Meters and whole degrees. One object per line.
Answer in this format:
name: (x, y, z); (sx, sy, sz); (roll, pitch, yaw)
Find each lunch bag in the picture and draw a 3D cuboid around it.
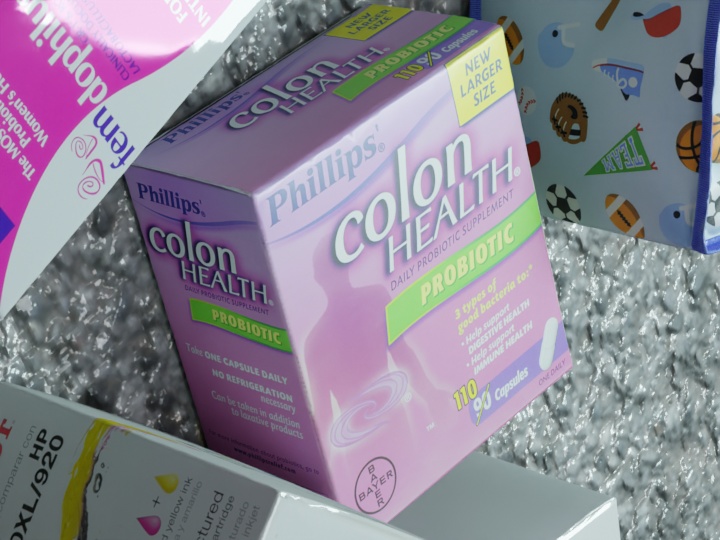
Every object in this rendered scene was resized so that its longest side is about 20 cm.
lunch bag: (0.148, -0.129, 1.116); (0.123, 0.169, 0.202); (-20, 114, -44)

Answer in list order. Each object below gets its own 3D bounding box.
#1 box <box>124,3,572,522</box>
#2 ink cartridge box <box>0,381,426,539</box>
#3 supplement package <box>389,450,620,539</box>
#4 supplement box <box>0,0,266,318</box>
box: (0.000, 0.000, 1.051); (0.176, 0.096, 0.201); (-35, 124, -34)
ink cartridge box: (-0.078, 0.154, 0.937); (0.144, 0.199, 0.148); (26, 83, -44)
supplement package: (0.069, 0.219, 1.166); (0.119, 0.121, 0.201); (-29, 121, -38)
supplement box: (-0.140, -0.094, 0.877); (0.200, 0.103, 0.101); (-52, 133, -20)
